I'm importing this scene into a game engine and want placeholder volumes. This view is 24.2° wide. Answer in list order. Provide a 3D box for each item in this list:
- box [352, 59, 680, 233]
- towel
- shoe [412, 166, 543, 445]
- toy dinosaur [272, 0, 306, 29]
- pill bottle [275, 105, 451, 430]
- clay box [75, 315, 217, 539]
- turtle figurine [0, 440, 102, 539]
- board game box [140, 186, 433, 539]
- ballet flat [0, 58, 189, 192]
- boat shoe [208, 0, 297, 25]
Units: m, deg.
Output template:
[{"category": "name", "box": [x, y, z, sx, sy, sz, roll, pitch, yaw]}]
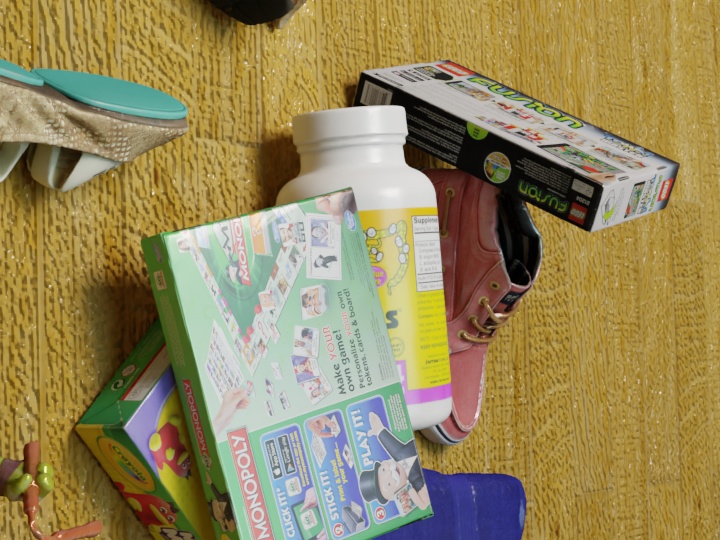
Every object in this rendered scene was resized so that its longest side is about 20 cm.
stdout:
[{"category": "box", "box": [0.104, -0.088, 1.133, 0.110, 0.199, 0.035, -15, 127, -51]}, {"category": "towel", "box": [0.047, 0.211, 1.156, 0.199, 0.049, 0.149, 13, 69, -50]}, {"category": "shoe", "box": [0.077, 0.027, 1.165, 0.071, 0.091, 0.202, -20, 107, -52]}, {"category": "toy dinosaur", "box": [-0.037, -0.258, 1.063, 0.101, 0.058, 0.201, -44, 130, -57]}, {"category": "pill bottle", "box": [0.000, 0.000, 1.063, 0.104, 0.104, 0.202, -5, 91, -52]}, {"category": "clay box", "box": [-0.075, 0.125, 0.999, 0.201, 0.047, 0.115, 59, 46, -29]}, {"category": "turtle figurine", "box": [-0.216, 0.075, 0.809, 0.199, 0.064, 0.163, 4, 76, -43]}, {"category": "board game box", "box": [-0.039, 0.064, 0.961, 0.134, 0.029, 0.201, -15, 92, -35]}, {"category": "ballet flat", "box": [-0.175, -0.077, 0.891, 0.199, 0.070, 0.066, 9, 107, -49]}, {"category": "boat shoe", "box": [-0.088, -0.244, 0.997, 0.201, 0.075, 0.074, 61, 41, -30]}]
